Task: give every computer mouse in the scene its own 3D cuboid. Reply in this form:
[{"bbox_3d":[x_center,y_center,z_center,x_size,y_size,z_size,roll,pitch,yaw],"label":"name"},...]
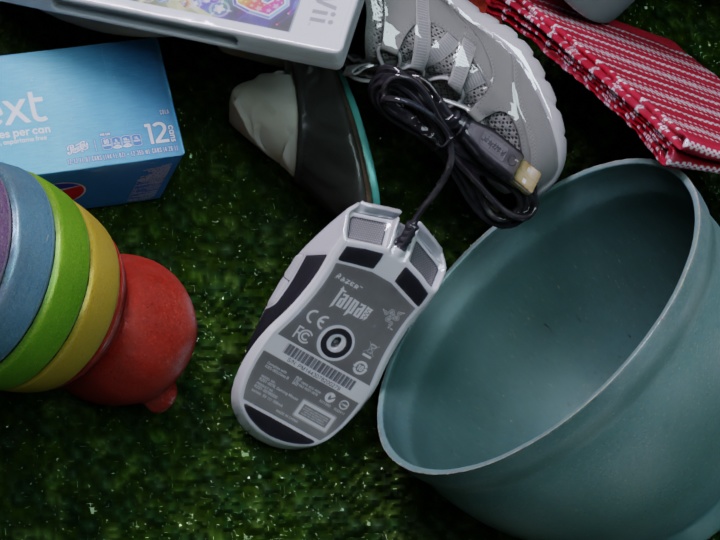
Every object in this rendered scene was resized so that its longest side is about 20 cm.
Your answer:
[{"bbox_3d":[0.000,0.000,1.255,0.109,0.044,0.200,31,103,-25],"label":"computer mouse"}]

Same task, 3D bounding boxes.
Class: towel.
[{"bbox_3d":[0.163,-0.090,1.302,0.144,0.023,0.200,14,22,-35],"label":"towel"}]

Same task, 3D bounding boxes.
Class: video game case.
[{"bbox_3d":[-0.087,-0.180,1.235,0.199,0.018,0.144,12,60,9],"label":"video game case"}]

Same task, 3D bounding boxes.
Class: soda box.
[{"bbox_3d":[-0.195,-0.064,1.247,0.199,0.064,0.068,-9,73,-20],"label":"soda box"}]

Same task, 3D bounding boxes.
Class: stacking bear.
[{"bbox_3d":[-0.162,0.011,1.184,0.199,0.113,0.122,23,53,-45],"label":"stacking bear"}]

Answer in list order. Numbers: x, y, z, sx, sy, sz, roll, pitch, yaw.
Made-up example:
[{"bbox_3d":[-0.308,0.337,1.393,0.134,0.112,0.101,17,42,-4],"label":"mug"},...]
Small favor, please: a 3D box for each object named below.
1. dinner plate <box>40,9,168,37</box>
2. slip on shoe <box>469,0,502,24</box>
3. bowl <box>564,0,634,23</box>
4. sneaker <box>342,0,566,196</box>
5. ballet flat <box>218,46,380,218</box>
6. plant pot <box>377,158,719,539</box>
[{"bbox_3d":[-0.111,-0.205,1.310,0.199,0.024,0.201,3,52,-4],"label":"dinner plate"},{"bbox_3d":[0.027,-0.177,1.358,0.074,0.061,0.201,-23,80,-25],"label":"slip on shoe"},{"bbox_3d":[0.135,-0.245,1.330,0.201,0.105,0.202,47,30,-39],"label":"bowl"},{"bbox_3d":[0.023,-0.109,1.276,0.200,0.075,0.082,48,54,-3],"label":"sneaker"},{"bbox_3d":[-0.040,-0.107,1.315,0.068,0.068,0.201,-7,63,-9],"label":"ballet flat"},{"bbox_3d":[0.126,0.062,1.244,0.134,0.200,0.201,45,62,-25],"label":"plant pot"}]
